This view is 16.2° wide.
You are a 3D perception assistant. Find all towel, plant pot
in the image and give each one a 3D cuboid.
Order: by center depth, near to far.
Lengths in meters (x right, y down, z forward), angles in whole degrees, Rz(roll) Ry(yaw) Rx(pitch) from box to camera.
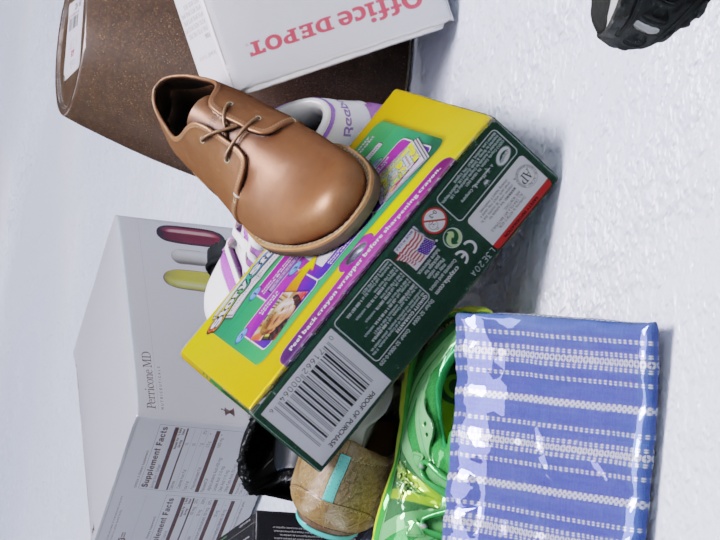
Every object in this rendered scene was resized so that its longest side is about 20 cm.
[{"bbox_3d":[0.085,0.121,1.224,0.144,0.024,0.201,3,88,53],"label":"towel"},{"bbox_3d":[-0.091,-0.136,1.638,0.187,0.199,0.188,-174,90,-73],"label":"plant pot"}]

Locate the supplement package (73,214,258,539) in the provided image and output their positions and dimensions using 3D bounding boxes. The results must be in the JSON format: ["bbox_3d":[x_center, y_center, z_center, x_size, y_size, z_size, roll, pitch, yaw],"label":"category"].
[{"bbox_3d":[-0.138,0.086,1.862,0.201,0.110,0.156,-102,25,-43],"label":"supplement package"}]

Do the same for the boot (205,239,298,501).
[{"bbox_3d":[-0.058,0.065,1.670,0.200,0.076,0.169,171,108,-66],"label":"boot"}]

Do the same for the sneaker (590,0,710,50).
[{"bbox_3d":[0.135,-0.196,1.120,0.079,0.074,0.201,15,94,41],"label":"sneaker"}]

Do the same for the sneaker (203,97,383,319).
[{"bbox_3d":[-0.059,-0.037,1.541,0.201,0.114,0.073,-48,52,30],"label":"sneaker"}]

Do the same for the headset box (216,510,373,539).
[{"bbox_3d":[-0.047,0.264,1.546,0.174,0.092,0.201,137,136,-64],"label":"headset box"}]

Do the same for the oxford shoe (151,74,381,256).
[{"bbox_3d":[-0.060,-0.062,1.404,0.071,0.071,0.200,-53,36,-7],"label":"oxford shoe"}]

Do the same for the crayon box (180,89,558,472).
[{"bbox_3d":[0.000,0.000,1.390,0.200,0.058,0.172,-50,17,-4],"label":"crayon box"}]

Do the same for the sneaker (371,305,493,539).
[{"bbox_3d":[0.049,0.115,1.321,0.084,0.074,0.201,144,130,-72],"label":"sneaker"}]

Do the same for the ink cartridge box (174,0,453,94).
[{"bbox_3d":[-0.050,-0.217,1.513,0.086,0.147,0.201,-178,70,-74],"label":"ink cartridge box"}]

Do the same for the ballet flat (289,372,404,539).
[{"bbox_3d":[0.005,0.074,1.423,0.200,0.067,0.073,-60,-11,-63],"label":"ballet flat"}]
